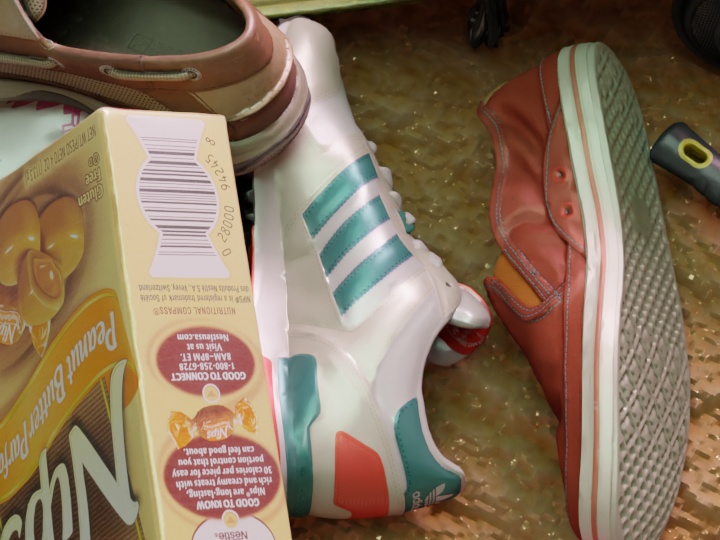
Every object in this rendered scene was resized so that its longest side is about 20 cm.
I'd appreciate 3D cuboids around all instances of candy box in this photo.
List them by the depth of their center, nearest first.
[{"bbox_3d":[-0.082,0.057,0.804,0.055,0.115,0.201,2,72,-35],"label":"candy box"}]

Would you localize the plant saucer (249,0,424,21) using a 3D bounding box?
[{"bbox_3d":[-0.068,-0.176,0.962,0.199,0.048,0.200,-6,66,4],"label":"plant saucer"}]

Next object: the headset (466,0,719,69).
[{"bbox_3d":[0.142,-0.124,0.913,0.199,0.094,0.124,-7,59,-12],"label":"headset"}]

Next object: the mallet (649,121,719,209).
[{"bbox_3d":[0.195,0.004,0.849,0.066,0.041,0.200,-39,69,-11],"label":"mallet"}]

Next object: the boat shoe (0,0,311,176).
[{"bbox_3d":[-0.110,-0.101,0.848,0.200,0.072,0.076,18,64,17],"label":"boat shoe"}]

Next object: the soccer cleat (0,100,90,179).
[{"bbox_3d":[-0.141,-0.030,0.906,0.199,0.070,0.087,-14,87,-1],"label":"soccer cleat"}]

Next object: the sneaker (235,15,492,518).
[{"bbox_3d":[0.000,0.000,0.872,0.093,0.070,0.200,2,66,-6],"label":"sneaker"}]

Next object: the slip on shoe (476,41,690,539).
[{"bbox_3d":[0.079,0.013,0.855,0.061,0.074,0.200,-17,64,25],"label":"slip on shoe"}]
